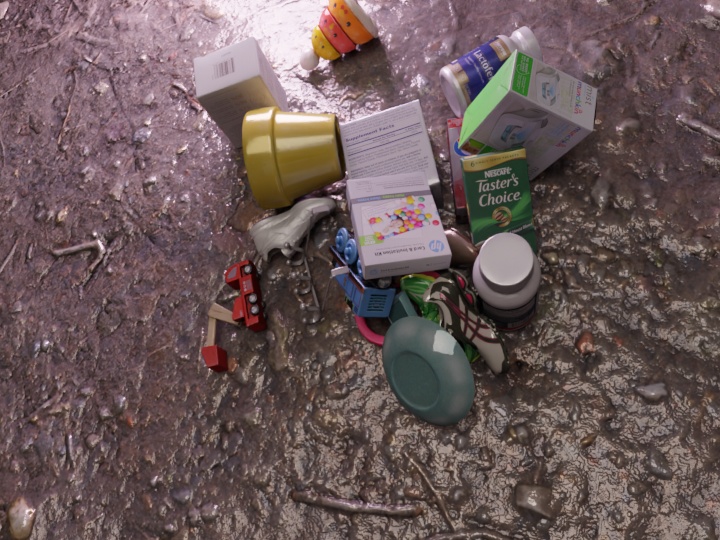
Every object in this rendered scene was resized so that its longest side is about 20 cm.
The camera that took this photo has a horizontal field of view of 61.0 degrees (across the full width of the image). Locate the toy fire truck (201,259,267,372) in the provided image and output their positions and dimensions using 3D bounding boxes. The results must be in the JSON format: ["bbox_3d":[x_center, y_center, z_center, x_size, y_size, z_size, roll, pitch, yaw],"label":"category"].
[{"bbox_3d":[-0.266,0.091,1.264,0.137,0.049,0.206,-19,65,8],"label":"toy fire truck"}]

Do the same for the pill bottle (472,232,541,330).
[{"bbox_3d":[0.254,0.018,1.061,0.115,0.201,0.124,-5,66,12],"label":"pill bottle"}]

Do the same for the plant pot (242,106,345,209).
[{"bbox_3d":[-0.130,-0.243,1.277,0.182,0.202,0.207,-8,67,6],"label":"plant pot"}]

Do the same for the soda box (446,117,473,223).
[{"bbox_3d":[0.212,-0.203,1.230,0.061,0.070,0.207,-5,69,8],"label":"soda box"}]

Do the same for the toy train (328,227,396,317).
[{"bbox_3d":[0.000,0.000,1.143,0.200,0.084,0.118,47,126,54],"label":"toy train"}]

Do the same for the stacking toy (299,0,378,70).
[{"bbox_3d":[-0.066,-0.543,1.430,0.199,0.145,0.148,-41,63,17],"label":"stacking toy"}]

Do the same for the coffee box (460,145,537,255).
[{"bbox_3d":[0.257,-0.117,1.136,0.119,0.044,0.207,-8,104,7],"label":"coffee box"}]

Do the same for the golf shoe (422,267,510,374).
[{"bbox_3d":[0.181,0.098,1.046,0.087,0.077,0.203,-32,92,-9],"label":"golf shoe"}]

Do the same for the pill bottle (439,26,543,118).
[{"bbox_3d":[0.272,-0.412,1.270,0.196,0.116,0.118,-29,64,3],"label":"pill bottle"}]

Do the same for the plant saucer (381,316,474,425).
[{"bbox_3d":[0.104,0.182,1.056,0.199,0.205,0.038,37,38,26],"label":"plant saucer"}]

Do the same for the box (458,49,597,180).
[{"bbox_3d":[0.304,-0.280,1.130,0.172,0.200,0.099,21,67,-12],"label":"box"}]

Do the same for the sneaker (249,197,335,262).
[{"bbox_3d":[-0.134,-0.085,1.294,0.195,0.075,0.102,-25,79,9],"label":"sneaker"}]

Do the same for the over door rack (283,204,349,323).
[{"bbox_3d":[-0.097,-0.007,1.180,0.065,0.201,0.152,-6,62,-26],"label":"over door rack"}]

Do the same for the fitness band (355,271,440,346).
[{"bbox_3d":[0.084,0.074,1.179,0.193,0.038,0.148,-12,66,10],"label":"fitness band"}]

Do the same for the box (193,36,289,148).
[{"bbox_3d":[-0.259,-0.390,1.365,0.147,0.200,0.110,-16,66,8],"label":"box"}]

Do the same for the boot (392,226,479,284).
[{"bbox_3d":[0.115,-0.023,1.162,0.144,0.072,0.199,-34,31,-17],"label":"boot"}]

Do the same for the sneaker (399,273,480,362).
[{"bbox_3d":[0.143,0.087,1.096,0.200,0.074,0.084,45,61,0],"label":"sneaker"}]

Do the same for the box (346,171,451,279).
[{"bbox_3d":[0.063,-0.084,1.082,0.150,0.042,0.205,-7,54,-7],"label":"box"}]

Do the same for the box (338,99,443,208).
[{"bbox_3d":[0.063,-0.216,1.259,0.178,0.105,0.206,-14,67,9],"label":"box"}]

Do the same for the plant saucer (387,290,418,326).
[{"bbox_3d":[0.104,0.140,1.101,0.019,0.070,0.204,-21,79,-38],"label":"plant saucer"}]
